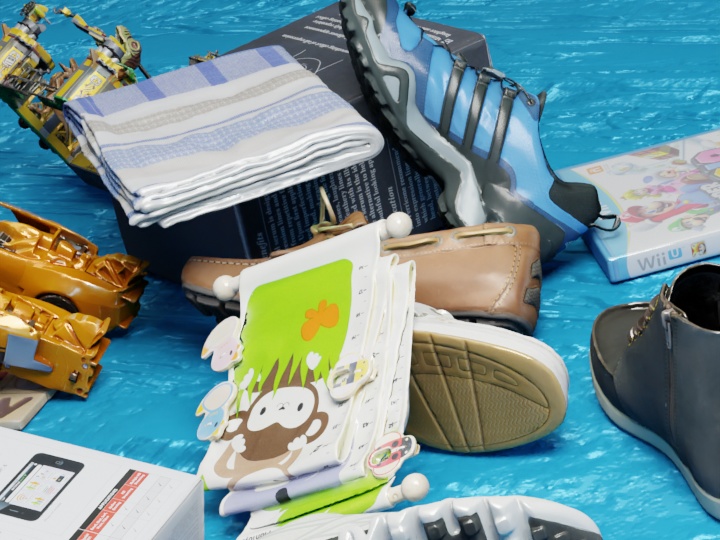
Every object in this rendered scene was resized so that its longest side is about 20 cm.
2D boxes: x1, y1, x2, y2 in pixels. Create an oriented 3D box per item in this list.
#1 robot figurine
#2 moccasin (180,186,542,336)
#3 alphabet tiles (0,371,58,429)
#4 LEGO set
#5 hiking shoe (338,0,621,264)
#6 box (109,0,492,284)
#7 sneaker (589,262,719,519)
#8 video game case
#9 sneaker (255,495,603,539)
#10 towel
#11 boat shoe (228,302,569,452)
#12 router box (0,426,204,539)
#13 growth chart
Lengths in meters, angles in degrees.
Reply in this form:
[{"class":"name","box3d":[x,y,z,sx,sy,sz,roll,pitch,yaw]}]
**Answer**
[{"class":"robot figurine","box3d":[-0.228,-0.003,1.491,0.200,0.058,0.145,22,32,2]},{"class":"moccasin","box3d":[-0.001,-0.001,1.420,0.201,0.074,0.078,-4,69,22]},{"class":"alphabet tiles","box3d":[-0.260,0.066,1.518,0.199,0.008,0.167,-2,26,25]},{"class":"LEGO set","box3d":[-0.146,-0.122,1.688,0.116,0.154,0.200,-50,22,-12]},{"class":"hiking shoe","box3d":[0.059,-0.089,1.471,0.087,0.200,0.074,-31,-2,-4]},{"class":"box","box3d":[-0.034,-0.072,1.579,0.200,0.107,0.148,-27,28,-29]},{"class":"sneaker","box3d":[0.159,0.031,1.253,0.075,0.106,0.200,-18,24,-11]},{"class":"video game case","box3d":[0.222,-0.052,1.511,0.199,0.018,0.143,-15,25,-3]},{"class":"sneaker","box3d":[0.010,0.132,1.160,0.199,0.075,0.081,-10,15,7]},{"class":"towel","box3d":[-0.082,-0.081,1.466,0.147,0.024,0.200,-18,24,-12]},{"class":"boat shoe","box3d":[0.027,0.045,1.335,0.200,0.071,0.069,3,29,35]},{"class":"router box","box3d":[-0.193,0.145,1.206,0.179,0.049,0.200,12,32,19]},{"class":"growth chart","box3d":[-0.027,0.058,1.291,0.144,0.018,0.200,-26,42,25]}]
